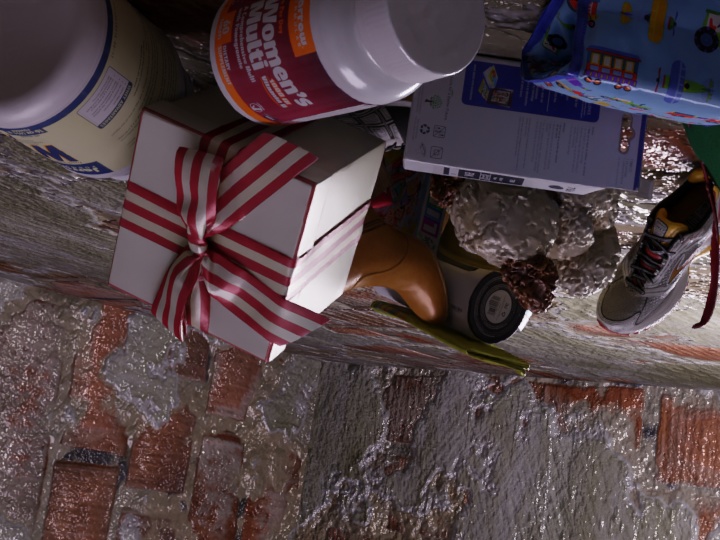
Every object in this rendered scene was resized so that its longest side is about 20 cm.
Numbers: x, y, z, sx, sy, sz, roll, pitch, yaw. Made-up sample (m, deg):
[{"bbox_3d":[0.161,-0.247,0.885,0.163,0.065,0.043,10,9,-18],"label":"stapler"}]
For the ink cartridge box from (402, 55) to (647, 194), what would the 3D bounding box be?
[{"bbox_3d":[0.139,-0.122,1.009,0.197,0.101,0.039,9,171,5],"label":"ink cartridge box"}]

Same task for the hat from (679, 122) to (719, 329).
[{"bbox_3d":[0.322,-0.055,0.990,0.164,0.179,0.199,1,168,39],"label":"hat"}]

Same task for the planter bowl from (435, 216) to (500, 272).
[{"bbox_3d":[0.179,-0.063,1.270,0.197,0.085,0.201,2,-162,-1],"label":"planter bowl"}]

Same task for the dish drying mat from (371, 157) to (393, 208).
[{"bbox_3d":[-0.067,-0.090,1.295,0.197,0.078,0.018,-9,163,-3],"label":"dish drying mat"}]

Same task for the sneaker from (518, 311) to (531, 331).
[{"bbox_3d":[0.157,-0.008,1.415,0.073,0.082,0.200,27,168,38],"label":"sneaker"}]

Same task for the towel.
[{"bbox_3d":[0.090,0.069,1.263,0.085,0.018,0.199,15,-175,-30],"label":"towel"}]

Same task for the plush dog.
[{"bbox_3d":[0.156,-0.064,1.098,0.171,0.200,0.161,-33,166,-35],"label":"plush dog"}]

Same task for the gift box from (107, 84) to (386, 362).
[{"bbox_3d":[-0.084,-0.048,1.003,0.198,0.187,0.187,20,-155,18],"label":"gift box"}]

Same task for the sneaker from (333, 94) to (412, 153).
[{"bbox_3d":[-0.002,-0.128,1.144,0.197,0.089,0.076,10,169,-13],"label":"sneaker"}]

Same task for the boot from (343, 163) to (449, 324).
[{"bbox_3d":[0.000,0.000,1.176,0.070,0.203,0.144,-6,-153,48],"label":"boot"}]

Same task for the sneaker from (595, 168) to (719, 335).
[{"bbox_3d":[0.306,-0.024,1.229,0.078,0.201,0.082,40,-175,38],"label":"sneaker"}]

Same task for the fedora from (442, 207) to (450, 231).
[{"bbox_3d":[0.115,-0.051,1.485,0.198,0.083,0.201,9,170,2],"label":"fedora"}]

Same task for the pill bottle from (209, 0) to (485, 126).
[{"bbox_3d":[-0.013,-0.168,0.850,0.109,0.111,0.199,16,168,-37],"label":"pill bottle"}]

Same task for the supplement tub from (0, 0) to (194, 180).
[{"bbox_3d":[-0.231,-0.161,0.984,0.143,0.147,0.200,5,169,19],"label":"supplement tub"}]

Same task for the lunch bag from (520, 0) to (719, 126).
[{"bbox_3d":[0.202,-0.145,0.863,0.148,0.096,0.200,12,175,-4],"label":"lunch bag"}]

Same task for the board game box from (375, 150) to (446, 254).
[{"bbox_3d":[0.021,-0.064,1.338,0.034,0.136,0.199,21,164,-34],"label":"board game box"}]

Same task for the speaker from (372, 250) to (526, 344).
[{"bbox_3d":[0.089,0.015,1.303,0.080,0.082,0.199,15,-175,-34],"label":"speaker"}]
